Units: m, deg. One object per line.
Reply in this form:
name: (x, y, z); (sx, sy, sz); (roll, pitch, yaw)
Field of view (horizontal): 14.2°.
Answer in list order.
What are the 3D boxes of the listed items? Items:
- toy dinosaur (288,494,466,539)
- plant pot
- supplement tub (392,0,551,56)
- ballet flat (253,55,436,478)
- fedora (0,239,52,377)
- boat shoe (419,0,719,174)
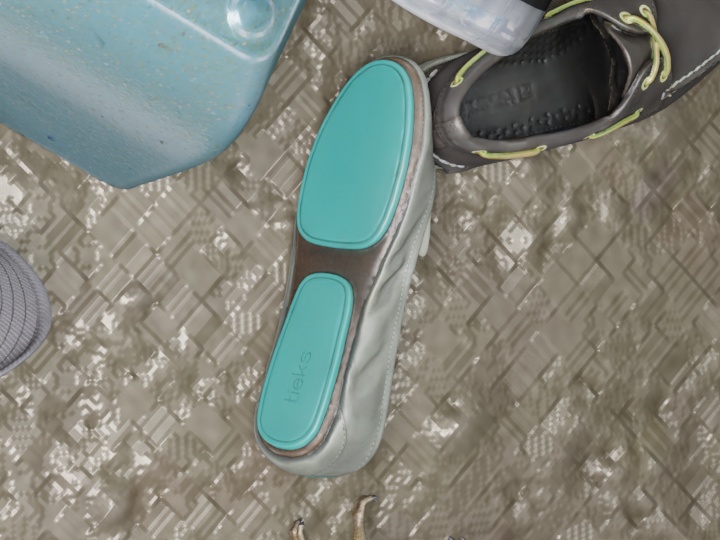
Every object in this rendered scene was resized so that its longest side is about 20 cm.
toy dinosaur: (0.018, 0.174, 1.360); (0.199, 0.058, 0.101); (29, 68, 3)
plant pot: (-0.099, -0.161, 1.222); (0.196, 0.200, 0.197); (29, 79, -24)
supplement tub: (0.069, -0.210, 1.315); (0.122, 0.123, 0.201); (27, 100, -24)
ballet flat: (0.000, 0.000, 1.362); (0.064, 0.067, 0.201); (21, 83, -53)
fedora: (-0.228, -0.010, 1.171); (0.199, 0.177, 0.091); (-17, 128, -23)
boat shoe: (0.113, -0.098, 1.403); (0.200, 0.061, 0.072); (-24, 102, -23)
